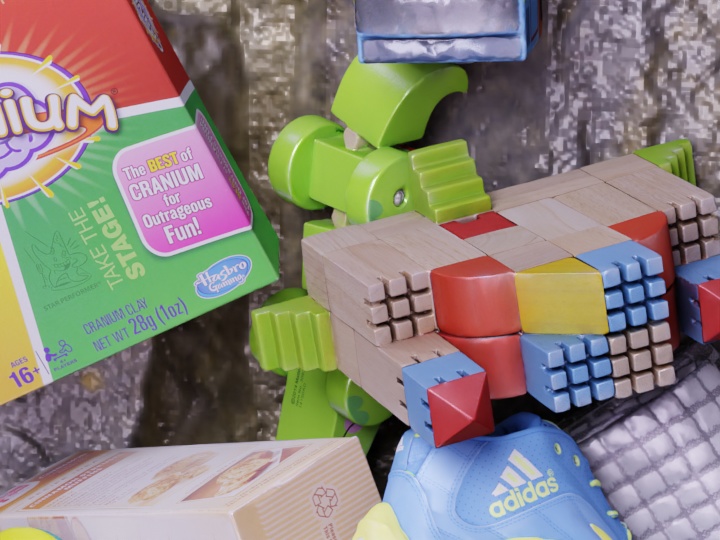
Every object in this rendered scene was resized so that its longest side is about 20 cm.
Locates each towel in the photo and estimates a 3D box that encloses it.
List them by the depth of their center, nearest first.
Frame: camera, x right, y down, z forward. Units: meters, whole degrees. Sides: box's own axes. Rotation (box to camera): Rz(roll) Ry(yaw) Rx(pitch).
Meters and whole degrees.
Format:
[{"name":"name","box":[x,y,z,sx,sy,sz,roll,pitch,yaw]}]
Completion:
[{"name":"towel","box":[0.107,0.144,1.258,0.200,0.086,0.166,-32,99,12]}]

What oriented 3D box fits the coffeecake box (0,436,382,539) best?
[{"name":"coffeecake box","box":[-0.062,0.155,1.232,0.200,0.073,0.154,-7,108,51]}]

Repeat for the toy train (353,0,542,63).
[{"name":"toy train","box":[0.035,-0.176,1.169,0.087,0.114,0.200,0,104,7]}]

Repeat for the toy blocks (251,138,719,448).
[{"name":"toy blocks","box":[0.073,0.010,1.160,0.200,0.137,0.100,-15,110,-18]}]

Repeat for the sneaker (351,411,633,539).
[{"name":"sneaker","box":[0.091,0.114,1.168,0.200,0.076,0.105,19,72,-26]}]

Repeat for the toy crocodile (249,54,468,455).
[{"name":"toy crocodile","box":[0.000,0.000,1.250,0.067,0.062,0.200,23,112,44]}]

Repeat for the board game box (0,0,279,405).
[{"name":"board game box","box":[-0.143,-0.054,1.166,0.153,0.040,0.200,-25,115,9]}]

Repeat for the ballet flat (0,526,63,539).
[{"name":"ballet flat","box":[-0.109,0.201,1.194,0.067,0.067,0.200,-19,98,28]}]
